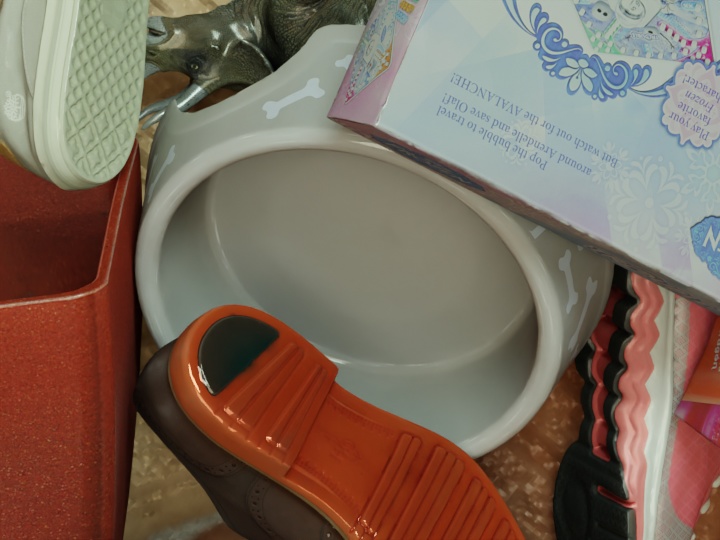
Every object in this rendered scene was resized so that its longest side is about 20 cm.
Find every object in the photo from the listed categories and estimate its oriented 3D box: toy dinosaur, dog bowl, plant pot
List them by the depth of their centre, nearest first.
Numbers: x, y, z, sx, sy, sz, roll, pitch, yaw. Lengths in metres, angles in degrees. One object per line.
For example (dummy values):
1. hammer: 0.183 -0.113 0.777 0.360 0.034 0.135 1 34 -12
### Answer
1. dog bowl: 0.000 0.000 1.068 0.199 0.059 0.200 9 130 11
2. plant pot: -0.179 0.068 1.071 0.199 0.200 0.177 -8 110 2
3. toy dinosaur: 0.009 -0.096 1.080 0.199 0.077 0.103 10 96 26

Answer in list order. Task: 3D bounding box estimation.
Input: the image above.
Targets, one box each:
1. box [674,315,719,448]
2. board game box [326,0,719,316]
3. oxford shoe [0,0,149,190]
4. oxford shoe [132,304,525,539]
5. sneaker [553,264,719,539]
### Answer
1. box: 0.243 0.064 1.073 0.200 0.100 0.096 22 98 -24
2. board game box: 0.112 -0.106 0.995 0.200 0.043 0.200 26 84 -28
3. oxford shoe: -0.115 -0.130 1.077 0.058 0.075 0.201 1 75 35
4. oxford shoe: -0.006 0.094 1.073 0.200 0.073 0.071 44 53 -11
5. sneaker: 0.136 0.068 1.121 0.087 0.074 0.201 -3 106 -20
